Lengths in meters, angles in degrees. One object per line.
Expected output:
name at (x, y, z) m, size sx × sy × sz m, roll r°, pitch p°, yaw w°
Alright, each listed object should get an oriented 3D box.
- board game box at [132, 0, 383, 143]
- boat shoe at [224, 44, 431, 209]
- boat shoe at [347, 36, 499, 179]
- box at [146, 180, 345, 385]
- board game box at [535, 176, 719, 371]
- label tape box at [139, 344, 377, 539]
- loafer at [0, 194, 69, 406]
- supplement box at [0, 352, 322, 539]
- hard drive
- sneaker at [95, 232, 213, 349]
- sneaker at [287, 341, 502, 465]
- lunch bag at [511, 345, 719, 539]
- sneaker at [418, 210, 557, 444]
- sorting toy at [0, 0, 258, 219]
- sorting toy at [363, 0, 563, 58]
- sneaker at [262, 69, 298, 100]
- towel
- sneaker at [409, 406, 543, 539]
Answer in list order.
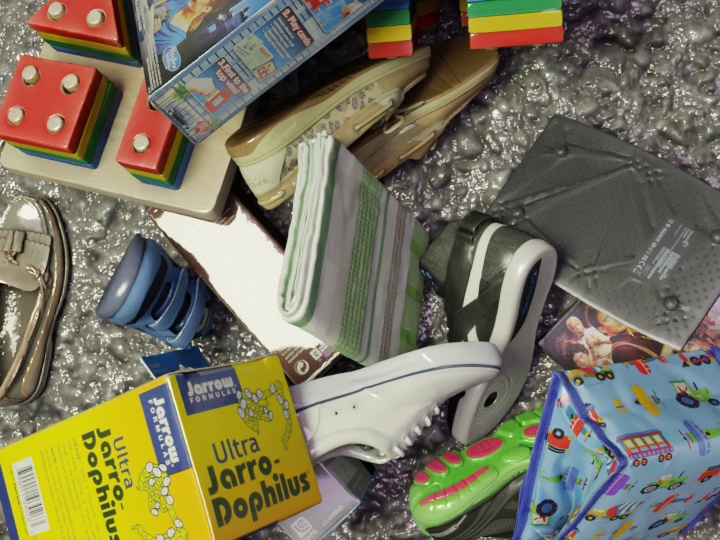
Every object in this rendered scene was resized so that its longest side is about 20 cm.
board game box at (-0.063, -0.220, 0.619) m, size 0.199 × 0.062 × 0.201 m, roll -24°, pitch 58°, yaw 13°
boat shoe at (-0.017, -0.124, 0.714) m, size 0.200 × 0.073 × 0.063 m, roll -34°, pitch 113°, yaw -22°
boat shoe at (0.038, -0.134, 0.781) m, size 0.200 × 0.065 × 0.071 m, roll -32°, pitch 49°, yaw 1°
box at (-0.086, 0.004, 0.771) m, size 0.075 × 0.100 × 0.200 m, roll -44°, pitch 84°, yaw 2°
board game box at (0.269, 0.039, 0.757) m, size 0.135 × 0.035 × 0.200 m, roll 44°, pitch 93°, yaw 7°
label tape box at (-0.078, 0.125, 0.741) m, size 0.066 × 0.143 × 0.200 m, roll -41°, pitch 84°, yaw 4°
loafer at (-0.318, 0.027, 0.815) m, size 0.072 × 0.063 × 0.201 m, roll 4°, pitch 88°, yaw 6°
supplement box at (-0.146, 0.143, 0.611) m, size 0.200 × 0.109 × 0.110 m, roll -25°, pitch 79°, yaw 33°
hard drive at (0.213, -0.033, 0.735) m, size 0.200 × 0.042 × 0.135 m, roll 34°, pitch 88°, yaw 26°
sneaker at (-0.165, 0.022, 0.735) m, size 0.082 × 0.200 × 0.074 m, roll 29°, pitch 84°, yaw -1°
sneaker at (0.021, 0.108, 0.664) m, size 0.199 × 0.073 × 0.071 m, roll -15°, pitch 72°, yaw -15°
lunch bag at (0.209, 0.169, 0.685) m, size 0.150 × 0.094 × 0.201 m, roll -6°, pitch 129°, yaw -20°
sneaker at (0.094, 0.043, 0.762) m, size 0.112 × 0.073 × 0.201 m, roll 36°, pitch 123°, yaw 37°
sorting toy at (-0.187, -0.164, 0.717) m, size 0.199 × 0.070 × 0.199 m, roll 13°, pitch 79°, yaw 15°
sorting toy at (0.079, -0.229, 0.723) m, size 0.199 × 0.199 × 0.070 m, roll -3°, pitch 115°, yaw 9°
sneaker at (-0.124, -0.166, 0.793) m, size 0.114 × 0.075 × 0.200 m, roll 29°, pitch 89°, yaw 10°
towel at (0.000, 0.000, 0.700) m, size 0.031 × 0.200 × 0.150 m, roll -1°, pitch 69°, yaw 28°
sneaker at (0.139, 0.179, 0.758) m, size 0.199 × 0.077 × 0.084 m, roll -19°, pitch 124°, yaw -2°
